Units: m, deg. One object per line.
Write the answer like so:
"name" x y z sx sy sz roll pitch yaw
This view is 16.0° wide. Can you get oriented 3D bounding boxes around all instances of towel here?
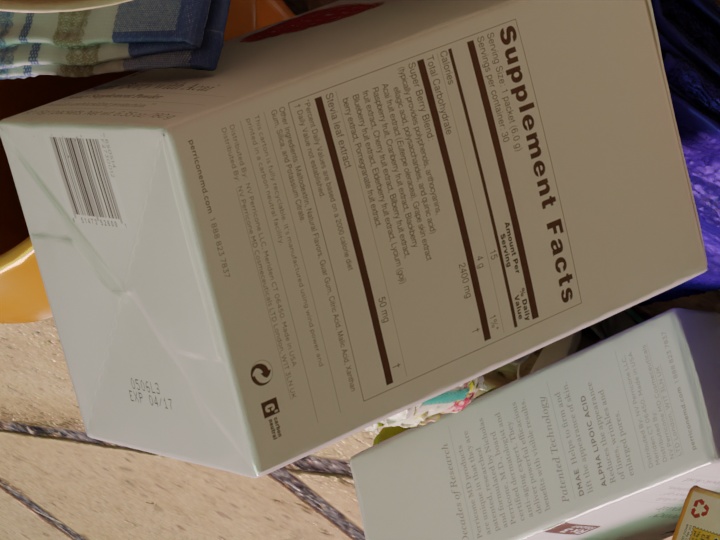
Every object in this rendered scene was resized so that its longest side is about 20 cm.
"towel" 0.113 -0.037 0.999 0.147 0.050 0.200 35 159 -17
"towel" -0.100 -0.136 0.905 0.024 0.148 0.200 18 169 -40

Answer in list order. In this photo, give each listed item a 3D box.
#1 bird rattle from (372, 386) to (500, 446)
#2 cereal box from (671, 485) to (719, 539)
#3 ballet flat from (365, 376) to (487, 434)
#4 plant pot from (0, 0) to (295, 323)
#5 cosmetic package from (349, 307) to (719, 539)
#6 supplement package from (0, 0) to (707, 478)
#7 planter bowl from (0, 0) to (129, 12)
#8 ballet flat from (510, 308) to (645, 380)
"bird rattle" 0.080 0.156 1.330 0.162 0.201 0.113 2 -178 -17
"cereal box" 0.234 0.141 0.986 0.199 0.040 0.144 16 171 38
"ballet flat" 0.000 0.000 1.115 0.064 0.200 0.076 7 127 -26
"plant pot" -0.095 -0.063 1.036 0.200 0.201 0.183 11 171 39
"cosmetic package" 0.101 0.085 1.130 0.101 0.074 0.200 7 152 -44
"supplement package" 0.000 -0.026 0.885 0.121 0.199 0.120 6 114 55
"planter bowl" -0.101 -0.188 0.737 0.200 0.200 0.135 37 -174 -25
"ballet flat" 0.085 0.024 1.166 0.067 0.064 0.200 13 156 36
